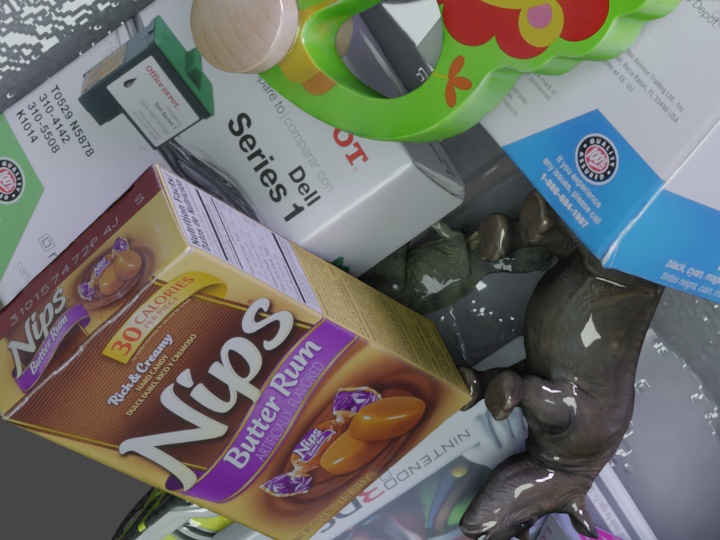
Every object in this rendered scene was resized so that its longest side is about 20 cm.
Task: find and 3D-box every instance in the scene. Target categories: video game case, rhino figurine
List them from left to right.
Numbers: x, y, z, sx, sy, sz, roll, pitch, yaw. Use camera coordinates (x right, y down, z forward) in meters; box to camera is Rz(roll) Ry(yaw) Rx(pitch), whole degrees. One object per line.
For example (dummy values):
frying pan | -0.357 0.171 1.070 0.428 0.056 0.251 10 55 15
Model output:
video game case | 0.053 0.155 1.406 0.182 0.023 0.200 -33 118 2
rhino figurine | 0.090 0.053 1.325 0.087 0.060 0.201 0 113 -29

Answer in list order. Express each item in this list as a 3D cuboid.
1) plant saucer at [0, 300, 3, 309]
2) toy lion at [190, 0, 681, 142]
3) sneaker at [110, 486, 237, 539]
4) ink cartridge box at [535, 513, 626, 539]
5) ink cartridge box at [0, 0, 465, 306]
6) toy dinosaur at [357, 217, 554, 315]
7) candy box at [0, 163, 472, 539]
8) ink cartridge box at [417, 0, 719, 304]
plant saucer | -0.265 0.018 1.401 0.199 0.029 0.201 2 108 6
toy lion | 0.046 -0.140 1.197 0.191 0.069 0.201 33 107 28
sneaker | -0.038 0.110 1.407 0.200 0.075 0.077 -32 102 11
ink cartridge box | 0.150 0.207 1.421 0.200 0.042 0.120 24 105 -25
ink cartridge box | -0.075 -0.042 1.333 0.200 0.084 0.146 -36 71 10
toy dinosaur | 0.000 0.000 1.375 0.200 0.047 0.088 -28 65 -7
candy box | -0.058 0.043 1.266 0.117 0.057 0.200 -42 137 18
ink cartridge box | 0.161 -0.110 1.231 0.200 0.144 0.147 -50 55 18
